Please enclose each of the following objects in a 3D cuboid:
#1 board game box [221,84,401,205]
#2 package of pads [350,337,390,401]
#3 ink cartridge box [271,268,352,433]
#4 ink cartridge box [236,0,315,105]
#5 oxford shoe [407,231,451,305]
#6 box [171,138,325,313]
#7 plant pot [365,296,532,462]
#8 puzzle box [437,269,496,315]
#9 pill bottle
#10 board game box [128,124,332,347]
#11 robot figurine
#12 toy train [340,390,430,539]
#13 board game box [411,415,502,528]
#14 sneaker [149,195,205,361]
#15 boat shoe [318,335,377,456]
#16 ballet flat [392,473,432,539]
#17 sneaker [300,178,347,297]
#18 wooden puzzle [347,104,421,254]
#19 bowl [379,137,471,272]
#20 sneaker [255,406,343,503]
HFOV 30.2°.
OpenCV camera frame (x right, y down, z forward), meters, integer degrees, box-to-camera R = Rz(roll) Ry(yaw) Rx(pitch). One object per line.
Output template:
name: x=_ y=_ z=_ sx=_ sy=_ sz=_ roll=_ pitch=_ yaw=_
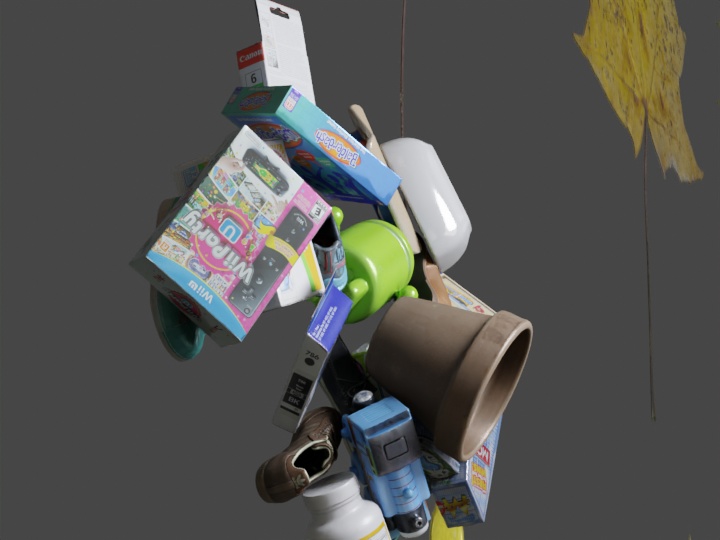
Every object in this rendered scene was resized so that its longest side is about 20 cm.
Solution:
board game box: x=-0.063 y=-0.158 z=1.693 sx=0.199 sy=0.151 sz=0.045 roll=38 pitch=76 yaw=-29
package of pads: x=0.064 y=0.156 z=1.915 sx=0.200 sy=0.067 sz=0.157 roll=-27 pitch=100 yaw=-62
ink cartridge box: x=-0.056 y=0.101 z=1.647 sx=0.039 sy=0.201 sz=0.100 roll=24 pitch=43 yaw=3
ink cartridge box: x=-0.116 y=-0.263 z=1.823 sx=0.108 sy=0.050 sz=0.203 roll=7 pitch=71 yaw=-56
oxford shoe: x=0.090 y=0.022 z=1.924 sx=0.071 sy=0.071 sz=0.201 roll=35 pitch=26 yaw=-31
box: x=-0.137 y=-0.049 z=1.634 sx=0.101 sy=0.111 sz=0.203 roll=-16 pitch=90 yaw=-57
plant pot: x=0.105 y=0.120 z=1.733 sx=0.201 sy=0.173 sz=0.201 roll=-53 pitch=160 yaw=-28
puzzle box: x=0.134 y=0.053 z=1.993 sx=0.199 sy=0.026 sz=0.133 roll=37 pitch=23 yaw=20
pill bottle: x=-0.007 y=0.360 z=1.676 sx=0.104 sy=0.103 sz=0.203 roll=-30 pitch=103 yaw=-58
board game box: x=-0.144 y=-0.038 z=1.511 sx=0.147 sy=0.064 sz=0.201 roll=42 pitch=65 yaw=-17
robot figurine: x=0.000 y=0.000 z=1.832 sx=0.175 sy=0.116 sz=0.200 roll=43 pitch=32 yaw=8
toy train: x=0.037 y=0.253 z=1.708 sx=0.086 sy=0.114 sz=0.203 roll=-21 pitch=109 yaw=-15
board game box: x=0.127 y=0.240 z=1.853 sx=0.200 sy=0.061 sz=0.202 roll=45 pitch=39 yaw=-43
sneaker: x=-0.193 y=0.002 z=1.549 sx=0.071 sy=0.079 sz=0.203 roll=22 pitch=59 yaw=-53
boat shoe: x=-0.010 y=0.161 z=1.800 sx=0.074 sy=0.062 sz=0.203 roll=-32 pitch=103 yaw=-56
ballet flat: x=0.061 y=0.310 z=1.851 sx=0.200 sy=0.071 sz=0.073 roll=-36 pitch=107 yaw=-58
sneaker: x=-0.060 y=-0.065 z=1.725 sx=0.096 sy=0.078 sz=0.201 roll=93 pitch=-22 yaw=-45
wooden puzzle: x=0.024 y=-0.131 z=1.949 sx=0.200 sy=0.046 sz=0.187 roll=-107 pitch=173 yaw=-66
bowl: x=0.105 y=-0.105 z=1.989 sx=0.202 sy=0.074 sz=0.200 roll=64 pitch=4 yaw=8
sneaker: x=-0.054 y=0.231 z=1.682 sx=0.200 sy=0.075 sz=0.071 roll=-44 pitch=114 yaw=-55
